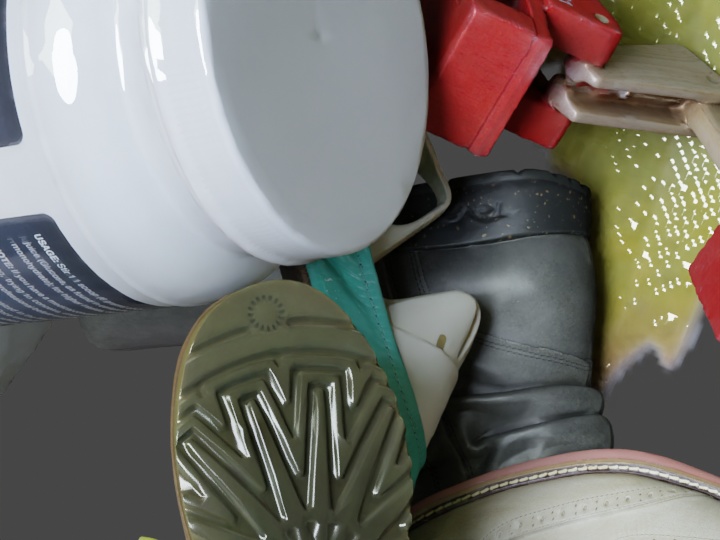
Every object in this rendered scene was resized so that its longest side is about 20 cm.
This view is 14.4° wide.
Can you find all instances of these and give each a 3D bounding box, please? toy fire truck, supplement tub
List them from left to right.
[{"bbox_3d":[-0.095,-0.055,0.840,0.199,0.140,0.141,-6,78,30],"label":"supplement tub"},{"bbox_3d":[0.077,-0.063,0.914,0.049,0.140,0.200,-58,20,26],"label":"toy fire truck"}]

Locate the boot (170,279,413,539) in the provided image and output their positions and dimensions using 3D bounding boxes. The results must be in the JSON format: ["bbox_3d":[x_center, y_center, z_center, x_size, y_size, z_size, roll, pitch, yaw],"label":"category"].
[{"bbox_3d":[-0.041,0.100,0.869,0.066,0.200,0.176,-9,86,-18],"label":"boot"}]

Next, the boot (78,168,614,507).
[{"bbox_3d":[-0.008,0.044,0.959,0.199,0.068,0.131,-9,78,22],"label":"boot"}]

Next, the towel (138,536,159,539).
[{"bbox_3d":[-0.005,0.154,0.967,0.199,0.018,0.087,12,87,29],"label":"towel"}]

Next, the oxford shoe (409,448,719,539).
[{"bbox_3d":[0.094,0.102,0.867,0.199,0.074,0.071,-2,116,21],"label":"oxford shoe"}]

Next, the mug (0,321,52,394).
[{"bbox_3d":[-0.179,0.015,0.998,0.175,0.148,0.200,-41,33,12],"label":"mug"}]

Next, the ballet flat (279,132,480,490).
[{"bbox_3d":[0.000,0.000,0.903,0.070,0.067,0.201,-13,81,-6],"label":"ballet flat"}]
